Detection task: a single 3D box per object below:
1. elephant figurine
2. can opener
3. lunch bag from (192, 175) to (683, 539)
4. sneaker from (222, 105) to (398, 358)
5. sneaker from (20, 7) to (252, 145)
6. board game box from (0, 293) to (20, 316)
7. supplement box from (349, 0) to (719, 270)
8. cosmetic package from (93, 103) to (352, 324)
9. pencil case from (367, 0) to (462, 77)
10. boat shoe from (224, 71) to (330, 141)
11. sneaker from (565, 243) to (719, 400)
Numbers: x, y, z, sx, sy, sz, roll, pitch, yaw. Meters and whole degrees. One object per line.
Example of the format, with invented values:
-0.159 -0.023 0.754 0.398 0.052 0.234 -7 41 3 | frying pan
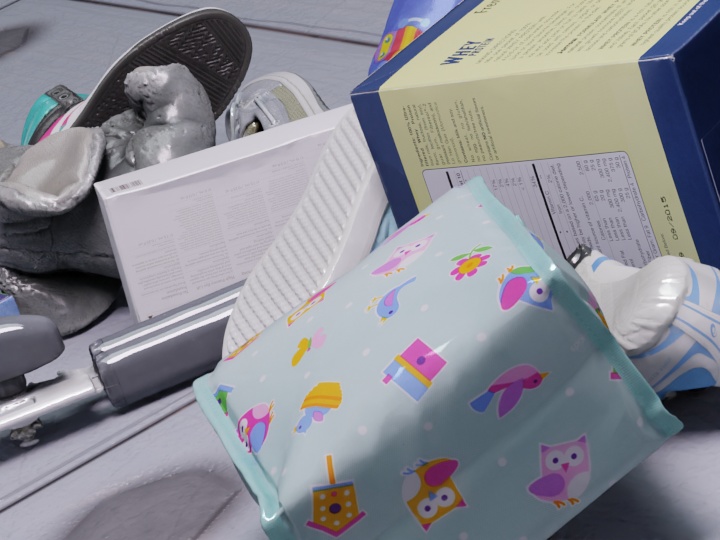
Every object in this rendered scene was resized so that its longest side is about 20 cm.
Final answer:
-0.175 -0.034 1.725 0.199 0.142 0.155 -17 4 -9 | elephant figurine
-0.131 0.042 1.584 0.199 0.067 0.053 -18 18 -7 | can opener
0.024 0.051 1.269 0.170 0.122 0.200 -40 24 2 | lunch bag
0.000 0.000 1.561 0.074 0.082 0.201 -4 49 49 | sneaker
-0.152 -0.100 1.892 0.200 0.084 0.121 -43 19 6 | sneaker
-0.308 0.069 1.714 0.199 0.035 0.135 -32 23 -28 | board game box
0.140 -0.083 1.533 0.199 0.135 0.200 -4 25 37 | supplement box
-0.042 -0.036 1.640 0.199 0.083 0.051 -17 15 -9 | cosmetic package
0.069 -0.170 1.813 0.078 0.087 0.201 -14 47 51 | pencil case
-0.046 -0.067 1.767 0.064 0.075 0.202 -21 26 -15 | boat shoe
0.127 0.031 1.378 0.072 0.072 0.200 -54 15 -9 | sneaker
